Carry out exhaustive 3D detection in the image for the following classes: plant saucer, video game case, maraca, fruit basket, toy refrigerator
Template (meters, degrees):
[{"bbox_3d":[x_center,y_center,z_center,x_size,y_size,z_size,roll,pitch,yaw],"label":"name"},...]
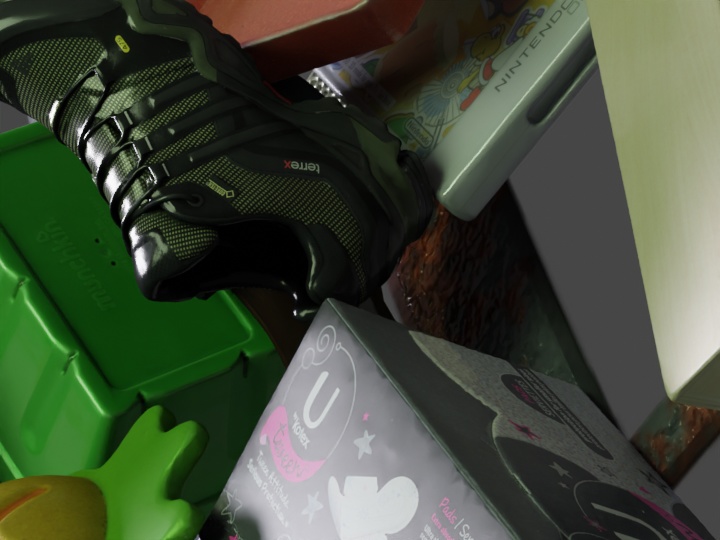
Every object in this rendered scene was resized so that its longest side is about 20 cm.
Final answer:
[{"bbox_3d":[-0.015,-0.146,1.056,0.200,0.037,0.200,-14,38,46],"label":"plant saucer"},{"bbox_3d":[0.057,-0.135,1.040,0.182,0.023,0.200,-51,34,7],"label":"video game case"},{"bbox_3d":[-0.127,0.134,0.980,0.200,0.107,0.137,-41,32,28],"label":"maraca"},{"bbox_3d":[-0.121,0.050,1.140,0.215,0.155,0.216,37,138,43],"label":"fruit basket"},{"bbox_3d":[0.139,-0.052,0.870,0.076,0.070,0.201,-52,35,45],"label":"toy refrigerator"}]

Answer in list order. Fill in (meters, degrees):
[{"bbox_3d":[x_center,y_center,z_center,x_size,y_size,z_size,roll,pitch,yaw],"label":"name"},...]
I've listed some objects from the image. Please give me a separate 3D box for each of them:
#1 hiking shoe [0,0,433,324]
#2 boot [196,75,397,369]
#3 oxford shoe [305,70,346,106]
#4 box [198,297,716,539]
[{"bbox_3d":[-0.074,-0.042,0.958,0.076,0.199,0.101,109,-172,-49],"label":"hiking shoe"},{"bbox_3d":[0.000,0.000,1.029,0.097,0.200,0.075,-45,-6,-25],"label":"boot"},{"bbox_3d":[0.008,-0.067,1.114,0.200,0.058,0.075,-51,30,10],"label":"oxford shoe"},{"bbox_3d":[0.050,0.116,0.875,0.115,0.132,0.200,-61,33,16],"label":"box"}]
